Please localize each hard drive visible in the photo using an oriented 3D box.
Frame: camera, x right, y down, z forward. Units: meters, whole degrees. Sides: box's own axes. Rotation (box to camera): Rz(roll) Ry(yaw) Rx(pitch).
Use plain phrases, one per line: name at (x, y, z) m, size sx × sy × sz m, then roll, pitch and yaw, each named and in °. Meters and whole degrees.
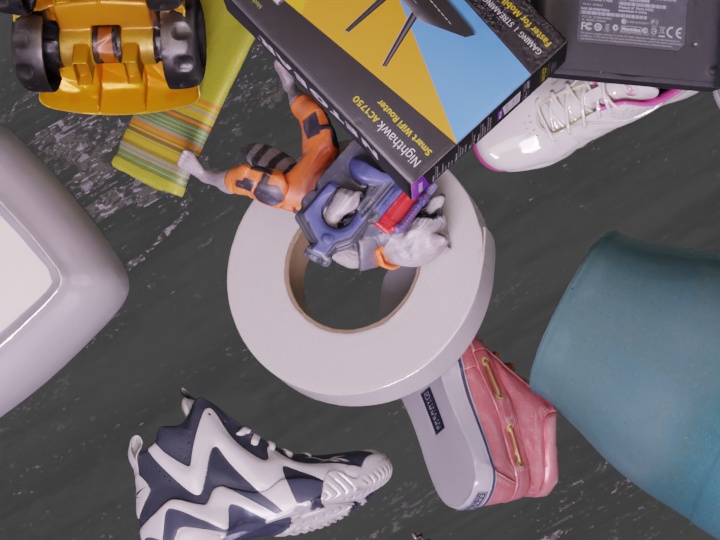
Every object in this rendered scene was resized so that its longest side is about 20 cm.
hard drive at (0.195, -0.234, 1.362) m, size 0.139 × 0.033 × 0.201 m, roll 5°, pitch 89°, yaw -6°

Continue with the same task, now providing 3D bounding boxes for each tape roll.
tape roll at (0.000, 0.000, 1.413) m, size 0.202 × 0.037 × 0.204 m, roll -6°, pitch 69°, yaw 17°

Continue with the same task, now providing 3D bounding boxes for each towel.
towel at (-0.117, -0.155, 1.441) m, size 0.086 × 0.018 × 0.200 m, roll 26°, pitch 89°, yaw 44°

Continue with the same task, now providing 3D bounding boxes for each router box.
router box at (0.023, -0.171, 1.324) m, size 0.149 × 0.051 × 0.200 m, roll -43°, pitch 77°, yaw -6°

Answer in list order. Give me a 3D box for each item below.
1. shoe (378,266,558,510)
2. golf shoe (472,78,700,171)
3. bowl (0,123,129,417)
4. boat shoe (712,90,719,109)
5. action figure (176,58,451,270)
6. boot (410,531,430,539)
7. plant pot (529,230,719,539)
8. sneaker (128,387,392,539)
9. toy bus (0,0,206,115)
shoe at (0.083, 0.083, 1.441) m, size 0.091 × 0.071 × 0.201 m, roll 0°, pitch 63°, yaw -37°
golf shoe at (0.175, -0.135, 1.426) m, size 0.200 × 0.092 × 0.075 m, roll -27°, pitch 91°, yaw 2°
bowl at (-0.301, 0.004, 1.438) m, size 0.200 × 0.075 × 0.200 m, roll -41°, pitch 89°, yaw 2°
boat shoe at (0.366, -0.159, 1.433) m, size 0.200 × 0.072 × 0.070 m, roll -17°, pitch 89°, yaw 0°
action figure at (-0.004, -0.075, 1.388) m, size 0.193 × 0.105 × 0.200 m, roll 38°, pitch 62°, yaw 19°
boot at (-0.017, 0.256, 1.444) m, size 0.174 × 0.069 × 0.200 m, roll -37°, pitch 93°, yaw -5°
plant pot at (0.231, 0.071, 1.382) m, size 0.188 × 0.200 × 0.201 m, roll 27°, pitch 90°, yaw 15°
sneaker at (-0.083, 0.137, 1.430) m, size 0.199 × 0.080 × 0.130 m, roll -19°, pitch 70°, yaw -16°
toy bus at (-0.181, -0.238, 1.381) m, size 0.135 × 0.200 × 0.193 m, roll 0°, pitch 60°, yaw 5°
